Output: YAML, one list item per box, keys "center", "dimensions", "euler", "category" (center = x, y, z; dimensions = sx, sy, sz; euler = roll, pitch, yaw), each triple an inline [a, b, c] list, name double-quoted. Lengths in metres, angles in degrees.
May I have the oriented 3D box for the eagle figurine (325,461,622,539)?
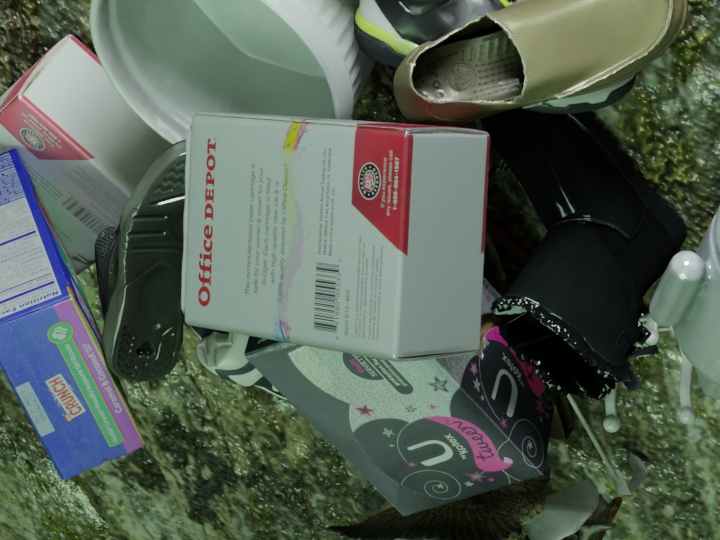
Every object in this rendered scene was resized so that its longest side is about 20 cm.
- center: [0.092, 0.188, 1.807]
  dimensions: [0.200, 0.152, 0.151]
  euler: [31, 102, 5]
  category: "eagle figurine"

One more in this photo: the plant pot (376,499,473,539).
- center: [0.072, 0.262, 1.965]
  dimensions: [0.200, 0.201, 0.184]
  euler: [27, 133, 7]
  category: "plant pot"

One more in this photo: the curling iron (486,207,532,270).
- center: [0.099, -0.038, 1.706]
  dimensions: [0.200, 0.026, 0.050]
  euler: [35, 124, 4]
  category: "curling iron"

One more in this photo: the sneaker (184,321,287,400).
- center: [-0.067, 0.039, 1.748]
  dimensions: [0.129, 0.080, 0.199]
  euler: [32, -170, -27]
  category: "sneaker"

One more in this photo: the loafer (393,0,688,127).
- center: [0.114, -0.139, 1.458]
  dimensions: [0.200, 0.067, 0.076]
  euler: [-24, 91, 10]
  category: "loafer"

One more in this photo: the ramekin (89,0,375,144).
- center: [-0.080, -0.172, 1.609]
  dimensions: [0.200, 0.105, 0.200]
  euler: [20, 144, 16]
  category: "ramekin"

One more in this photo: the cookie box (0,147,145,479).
- center: [-0.249, 0.033, 1.768]
  dimensions: [0.200, 0.075, 0.171]
  euler: [-118, 7, -48]
  category: "cookie box"

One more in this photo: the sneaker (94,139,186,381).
- center: [-0.153, -0.028, 1.690]
  dimensions: [0.076, 0.114, 0.200]
  euler: [3, 126, -19]
  category: "sneaker"

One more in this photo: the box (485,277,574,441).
- center: [0.066, 0.062, 1.849]
  dimensions: [0.200, 0.021, 0.164]
  euler: [8, 137, 30]
  category: "box"

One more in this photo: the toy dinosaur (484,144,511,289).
- center: [0.059, -0.067, 1.645]
  dimensions: [0.200, 0.088, 0.047]
  euler: [32, -171, -37]
  category: "toy dinosaur"

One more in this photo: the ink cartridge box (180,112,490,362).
- center: [-0.019, -0.027, 1.494]
  dimensions: [0.200, 0.083, 0.146]
  euler: [8, 98, 44]
  category: "ink cartridge box"

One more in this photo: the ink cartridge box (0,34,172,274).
- center: [-0.246, -0.083, 1.862]
  dimensions: [0.146, 0.083, 0.200]
  euler: [42, 144, -13]
  category: "ink cartridge box"

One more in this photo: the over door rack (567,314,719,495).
- center: [0.213, 0.112, 1.742]
  dimensions: [0.148, 0.067, 0.200]
  euler: [-8, 134, 41]
  category: "over door rack"

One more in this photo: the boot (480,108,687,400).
- center: [0.134, -0.018, 1.579]
  dimensions: [0.198, 0.163, 0.073]
  euler: [43, 142, -15]
  category: "boot"

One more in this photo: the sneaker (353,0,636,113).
- center: [0.088, -0.164, 1.517]
  dimensions: [0.200, 0.072, 0.083]
  euler: [14, 118, 6]
  category: "sneaker"

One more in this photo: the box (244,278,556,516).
- center: [0.035, 0.066, 1.646]
  dimensions: [0.132, 0.115, 0.200]
  euler: [-20, 128, 33]
  category: "box"

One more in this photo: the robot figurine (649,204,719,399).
- center: [0.279, 0.008, 1.539]
  dimensions: [0.169, 0.113, 0.200]
  euler: [-7, 146, -17]
  category: "robot figurine"
